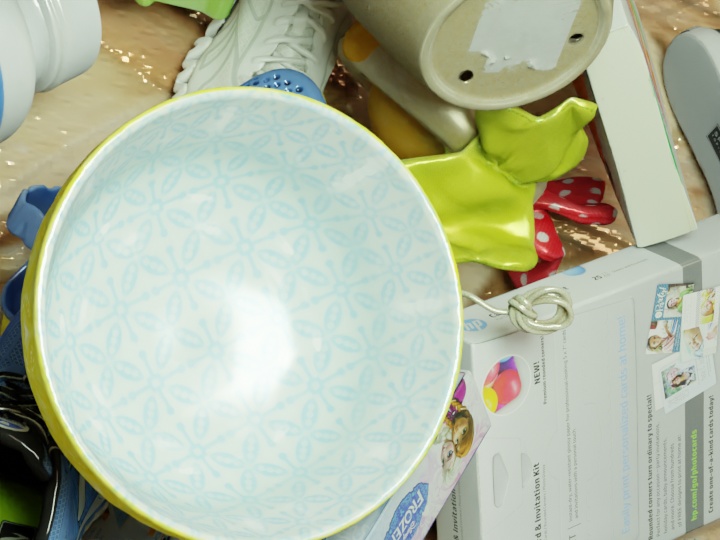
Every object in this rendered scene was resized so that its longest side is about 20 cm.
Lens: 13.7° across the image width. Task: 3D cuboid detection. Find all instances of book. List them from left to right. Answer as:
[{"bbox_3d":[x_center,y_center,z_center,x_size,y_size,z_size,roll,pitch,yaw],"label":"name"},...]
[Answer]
[{"bbox_3d":[0.124,-0.124,1.559,0.048,0.134,0.200,-17,37,6],"label":"book"}]

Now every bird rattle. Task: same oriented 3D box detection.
[{"bbox_3d":[0.059,-0.071,1.522,0.163,0.200,0.113,44,98,6],"label":"bird rattle"}]

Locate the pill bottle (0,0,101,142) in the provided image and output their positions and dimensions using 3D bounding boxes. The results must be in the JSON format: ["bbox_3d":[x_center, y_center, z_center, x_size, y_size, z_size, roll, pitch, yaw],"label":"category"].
[{"bbox_3d":[-0.225,-0.096,1.415,0.200,0.112,0.112,-30,85,-35],"label":"pill bottle"}]

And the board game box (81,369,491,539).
[{"bbox_3d":[-0.072,0.115,1.367,0.200,0.199,0.041,-56,140,-33],"label":"board game box"}]

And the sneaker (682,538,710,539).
[{"bbox_3d":[0.144,0.185,1.486,0.200,0.099,0.070,-12,115,-33],"label":"sneaker"}]

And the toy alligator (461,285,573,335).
[{"bbox_3d":[0.000,0.000,1.415,0.200,0.059,0.054,8,21,-9],"label":"toy alligator"}]

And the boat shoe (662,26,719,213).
[{"bbox_3d":[0.231,-0.048,1.670,0.057,0.069,0.200,-10,72,-32],"label":"boat shoe"}]

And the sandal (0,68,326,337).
[{"bbox_3d":[-0.095,-0.035,1.437,0.200,0.087,0.079,-41,51,-20],"label":"sandal"}]

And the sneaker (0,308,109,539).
[{"bbox_3d":[-0.146,0.083,1.324,0.078,0.089,0.200,5,47,2],"label":"sneaker"}]

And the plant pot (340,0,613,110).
[{"bbox_3d":[0.046,-0.180,1.422,0.187,0.187,0.200,4,46,-27],"label":"plant pot"}]

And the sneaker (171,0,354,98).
[{"bbox_3d":[-0.042,-0.118,1.544,0.075,0.081,0.200,25,60,-19],"label":"sneaker"}]

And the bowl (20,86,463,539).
[{"bbox_3d":[-0.066,0.026,1.318,0.200,0.108,0.201,4,81,-25],"label":"bowl"}]

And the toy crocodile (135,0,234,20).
[{"bbox_3d":[-0.151,-0.183,1.514,0.200,0.068,0.062,30,58,-6],"label":"toy crocodile"}]

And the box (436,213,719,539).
[{"bbox_3d":[0.125,0.073,1.523,0.200,0.041,0.156,-21,118,-34],"label":"box"}]
